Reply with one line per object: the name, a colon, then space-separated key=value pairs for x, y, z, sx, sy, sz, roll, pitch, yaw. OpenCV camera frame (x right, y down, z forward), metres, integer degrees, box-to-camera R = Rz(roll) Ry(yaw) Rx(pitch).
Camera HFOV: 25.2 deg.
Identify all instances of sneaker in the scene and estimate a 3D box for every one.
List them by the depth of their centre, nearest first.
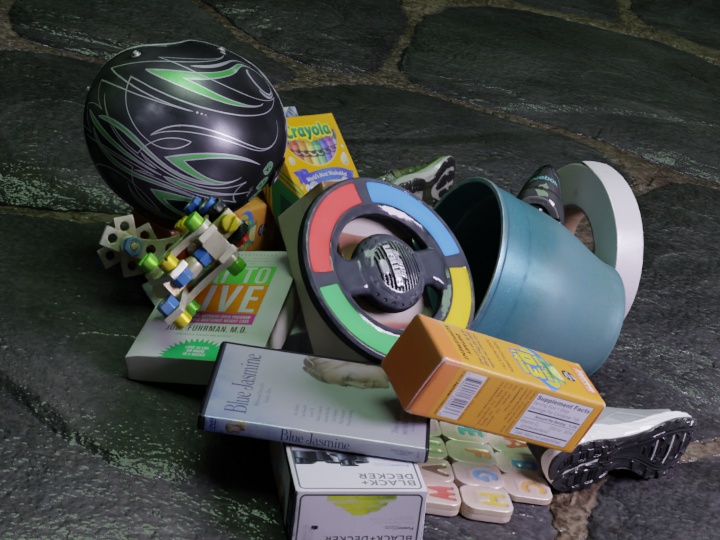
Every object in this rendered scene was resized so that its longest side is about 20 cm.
sneaker: x=0.247 y=0.158 z=1.570 sx=0.199 sy=0.074 sz=0.079 roll=-2 pitch=32 yaw=-33
sneaker: x=0.199 y=-0.029 z=1.813 sx=0.075 sy=0.201 sz=0.079 roll=12 pitch=43 yaw=5
sneaker: x=0.057 y=-0.110 z=2.045 sx=0.088 sy=0.077 sz=0.200 roll=15 pitch=18 yaw=26

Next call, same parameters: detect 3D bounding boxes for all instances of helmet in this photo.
helmet: x=-0.191 y=-0.145 z=1.708 sx=0.199 sy=0.201 sz=0.190 roll=27 pitch=26 yaw=28

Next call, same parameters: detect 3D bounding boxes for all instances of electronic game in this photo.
electronic game: x=0.027 y=0.002 z=1.540 sx=0.199 sy=0.042 sz=0.201 roll=18 pitch=56 yaw=-28

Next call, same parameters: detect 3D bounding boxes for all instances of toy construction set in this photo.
toy construction set: x=-0.180 y=-0.016 z=1.596 sx=0.092 sy=0.131 sz=0.200 roll=48 pitch=-13 yaw=-29

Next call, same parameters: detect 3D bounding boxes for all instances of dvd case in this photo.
dvd case: x=-0.036 y=0.114 z=1.424 sx=0.199 sy=0.018 sz=0.143 roll=8 pitch=25 yaw=0

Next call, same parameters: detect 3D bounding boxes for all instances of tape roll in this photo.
tape roll: x=0.250 y=-0.021 z=1.822 sx=0.037 sy=0.204 sz=0.203 roll=4 pitch=25 yaw=-24

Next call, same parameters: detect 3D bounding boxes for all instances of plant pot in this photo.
plant pot: x=0.169 y=0.027 z=1.698 sx=0.187 sy=0.201 sz=0.200 roll=20 pitch=19 yaw=-24

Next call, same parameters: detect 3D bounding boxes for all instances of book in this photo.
book: x=-0.138 y=0.048 z=1.596 sx=0.133 sy=0.048 sz=0.200 roll=3 pitch=30 yaw=11

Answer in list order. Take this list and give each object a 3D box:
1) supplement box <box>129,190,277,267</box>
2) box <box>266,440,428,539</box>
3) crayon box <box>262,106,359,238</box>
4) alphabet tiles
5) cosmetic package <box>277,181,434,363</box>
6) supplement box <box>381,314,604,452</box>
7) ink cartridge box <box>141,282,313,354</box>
supplement box: x=-0.174 y=-0.047 z=1.813 sx=0.069 sy=0.067 sz=0.200 roll=26 pitch=26 yaw=26
box: x=-0.017 y=0.165 z=1.415 sx=0.116 sy=0.060 sz=0.200 roll=3 pitch=25 yaw=-10
crayon box: x=-0.060 y=-0.109 z=1.876 sx=0.125 sy=0.051 sz=0.201 roll=-13 pitch=77 yaw=-53
alphabet tiles: x=0.080 y=0.173 z=1.524 sx=0.194 sy=0.015 sz=0.200 roll=10 pitch=23 yaw=-11
cosmetic package: x=0.002 y=0.019 z=1.600 sx=0.103 sy=0.087 sz=0.201 roll=-2 pitch=67 yaw=-39
supplement box: x=0.120 y=0.103 z=1.432 sx=0.199 sy=0.069 sz=0.067 roll=19 pitch=27 yaw=-36
ink cartridge box: x=-0.110 y=0.047 z=1.685 sx=0.199 sy=0.048 sz=0.160 roll=-13 pitch=32 yaw=-22
